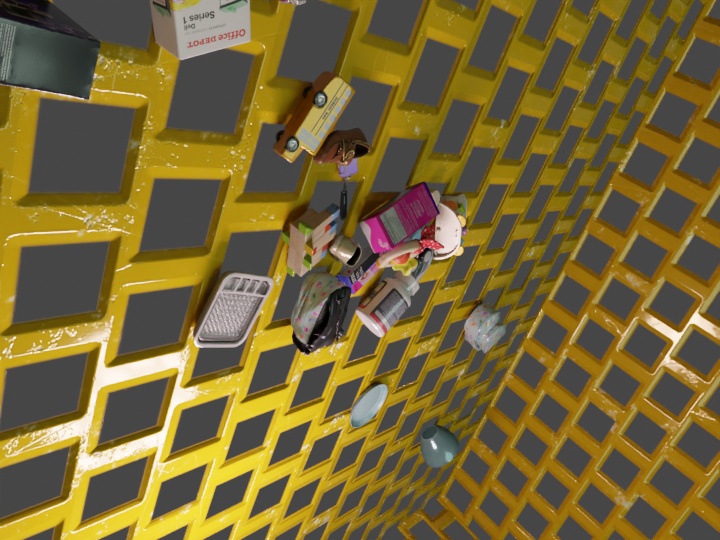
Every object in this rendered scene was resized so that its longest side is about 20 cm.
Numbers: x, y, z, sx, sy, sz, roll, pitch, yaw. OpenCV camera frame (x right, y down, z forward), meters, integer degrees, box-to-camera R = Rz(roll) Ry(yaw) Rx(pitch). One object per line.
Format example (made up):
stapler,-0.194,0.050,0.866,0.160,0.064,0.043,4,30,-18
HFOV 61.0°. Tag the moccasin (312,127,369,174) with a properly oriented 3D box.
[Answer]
moccasin,-0.039,-0.268,1.379,0.074,0.078,0.201,-44,173,28

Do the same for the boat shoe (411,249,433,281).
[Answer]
boat shoe,0.178,-0.001,2.011,0.203,0.071,0.062,-60,173,17

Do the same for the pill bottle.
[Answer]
pill bottle,0.090,0.096,1.921,0.200,0.119,0.120,-46,149,-11

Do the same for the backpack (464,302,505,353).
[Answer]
backpack,0.540,0.246,2.663,0.175,0.153,0.202,-39,140,-11

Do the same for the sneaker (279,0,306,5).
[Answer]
sneaker,-0.112,-0.516,1.083,0.196,0.081,0.090,0,124,-44

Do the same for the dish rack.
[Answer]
dish rack,-0.306,0.086,1.443,0.170,0.043,0.204,9,113,-57

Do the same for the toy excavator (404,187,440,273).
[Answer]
toy excavator,0.170,-0.126,1.847,0.192,0.099,0.205,-32,135,-33

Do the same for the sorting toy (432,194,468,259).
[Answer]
sorting toy,0.311,-0.159,1.991,0.181,0.104,0.205,-50,146,-51

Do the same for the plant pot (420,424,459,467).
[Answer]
plant pot,0.371,0.844,3.015,0.199,0.199,0.136,-41,113,-18

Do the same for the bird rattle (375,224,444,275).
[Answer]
bird rattle,0.131,-0.047,1.702,0.160,0.116,0.198,-16,176,-34

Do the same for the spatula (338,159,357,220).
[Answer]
spatula,-0.037,-0.210,1.535,0.055,0.021,0.204,-19,139,-25

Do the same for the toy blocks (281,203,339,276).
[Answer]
toy blocks,-0.113,-0.084,1.502,0.136,0.099,0.203,-41,159,-35

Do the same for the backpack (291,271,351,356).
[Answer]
backpack,-0.108,0.108,1.657,0.166,0.125,0.205,-24,139,-57

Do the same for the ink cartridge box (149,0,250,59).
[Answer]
ink cartridge box,-0.249,-0.451,0.944,0.143,0.083,0.204,-29,142,-34

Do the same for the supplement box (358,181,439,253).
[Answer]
supplement box,0.107,-0.146,1.686,0.198,0.100,0.105,-35,102,-26

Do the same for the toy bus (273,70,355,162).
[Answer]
toy bus,-0.100,-0.317,1.281,0.077,0.065,0.203,30,96,-39

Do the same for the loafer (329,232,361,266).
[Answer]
loafer,-0.031,-0.044,1.630,0.077,0.068,0.200,-54,168,3

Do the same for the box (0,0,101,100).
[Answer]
box,-0.429,-0.292,0.743,0.139,0.199,0.080,-1,124,-53

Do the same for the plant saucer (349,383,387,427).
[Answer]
plant saucer,0.027,0.511,2.338,0.198,0.027,0.204,-35,145,-28

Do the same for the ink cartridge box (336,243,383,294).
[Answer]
ink cartridge box,0.000,0.000,1.787,0.199,0.037,0.096,-42,147,-15
